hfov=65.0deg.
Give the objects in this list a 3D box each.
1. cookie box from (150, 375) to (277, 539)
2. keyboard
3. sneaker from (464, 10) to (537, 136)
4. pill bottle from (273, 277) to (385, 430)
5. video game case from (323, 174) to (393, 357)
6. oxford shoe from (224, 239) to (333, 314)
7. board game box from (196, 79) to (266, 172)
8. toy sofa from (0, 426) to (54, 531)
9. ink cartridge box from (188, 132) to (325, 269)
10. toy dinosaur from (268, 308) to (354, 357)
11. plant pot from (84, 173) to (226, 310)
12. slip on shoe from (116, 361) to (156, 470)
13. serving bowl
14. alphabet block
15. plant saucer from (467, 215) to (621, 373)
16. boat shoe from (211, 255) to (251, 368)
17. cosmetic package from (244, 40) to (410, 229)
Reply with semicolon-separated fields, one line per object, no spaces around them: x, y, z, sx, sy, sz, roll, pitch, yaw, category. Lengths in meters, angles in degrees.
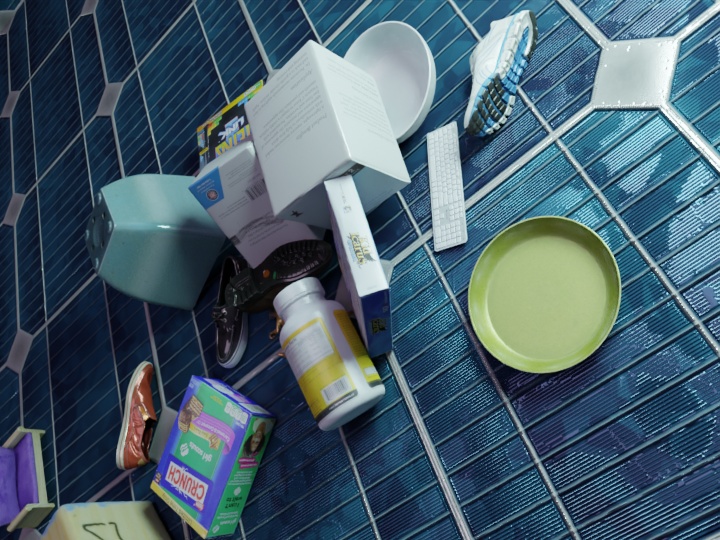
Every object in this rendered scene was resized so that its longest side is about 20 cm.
-0.250;0.308;0.955;0.168;0.075;0.206;17;85;37;cookie box
0.132;-0.132;0.877;0.055;0.011;0.207;-14;67;31;keyboard
0.195;-0.295;0.859;0.085;0.075;0.205;17;77;44;sneaker
-0.053;0.118;0.833;0.111;0.111;0.204;-35;71;19;pill bottle
0.000;0.000;0.812;0.044;0.202;0.186;-16;61;-5;video game case
-0.126;0.012;0.950;0.195;0.084;0.074;-25;56;14;oxford shoe
-0.249;-0.264;1.163;0.196;0.056;0.170;-27;60;25;board game box
-0.749;0.454;1.244;0.083;0.097;0.203;-42;54;15;toy sofa
-0.167;-0.111;0.958;0.142;0.202;0.085;-24;27;25;ink cartridge box
-0.099;0.093;0.932;0.195;0.060;0.110;6;76;36;toy dinosaur
-0.409;-0.063;1.089;0.198;0.196;0.199;52;122;35;plant pot
-0.424;0.280;1.102;0.059;0.075;0.206;1;64;-2;slip on shoe
0.047;-0.301;0.949;0.195;0.065;0.208;-3;86;36;serving bowl
-0.424;0.531;0.931;0.199;0.193;0.200;36;97;38;alphabet block
0.236;0.032;0.735;0.195;0.031;0.207;-13;66;32;plant saucer
-0.241;0.071;1.035;0.068;0.066;0.207;1;75;35;boat shoe
-0.052;-0.196;0.875;0.162;0.163;0.206;-29;70;32;cosmetic package
